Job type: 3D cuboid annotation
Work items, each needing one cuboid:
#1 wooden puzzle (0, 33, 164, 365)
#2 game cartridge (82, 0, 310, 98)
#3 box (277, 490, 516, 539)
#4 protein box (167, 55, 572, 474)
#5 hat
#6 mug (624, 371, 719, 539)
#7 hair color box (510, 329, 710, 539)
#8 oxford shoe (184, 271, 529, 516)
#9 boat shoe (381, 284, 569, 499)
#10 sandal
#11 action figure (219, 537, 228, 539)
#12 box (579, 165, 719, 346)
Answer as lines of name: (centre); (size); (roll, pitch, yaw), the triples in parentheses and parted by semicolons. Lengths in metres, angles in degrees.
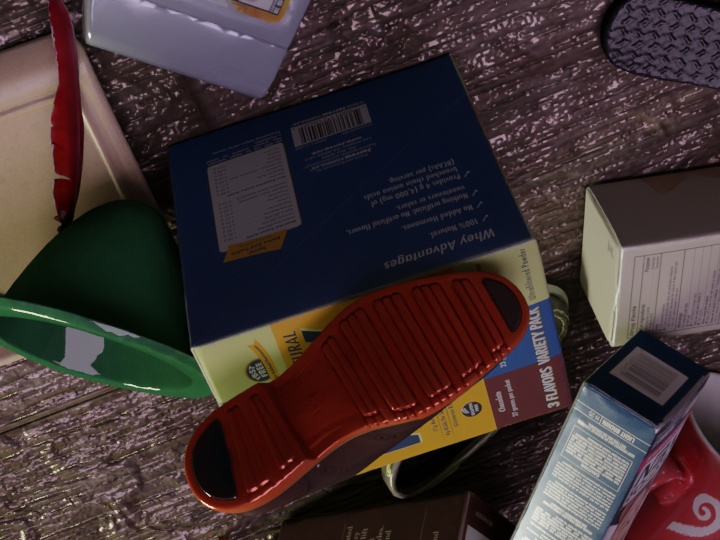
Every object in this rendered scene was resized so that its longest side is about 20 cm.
wooden puzzle: (-0.226, -0.038, 0.859); (0.184, 0.037, 0.201); (-19, 124, 2)
game cartridge: (-0.078, -0.201, 0.754); (0.132, 0.042, 0.201); (12, 121, -28)
box: (0.042, 0.289, 1.045); (0.199, 0.167, 0.164); (-16, 137, 39)
protein box: (0.000, 0.000, 0.830); (0.197, 0.201, 0.135); (-18, 130, 1)
hat: (-0.143, -0.031, 0.840); (0.164, 0.177, 0.200); (17, 163, -7)
mug: (0.239, 0.190, 1.090); (0.177, 0.134, 0.200); (22, 125, -19)
hair color box: (0.164, 0.151, 0.939); (0.100, 0.060, 0.201); (-30, 146, -51)
oxford shoe: (0.002, 0.066, 0.723); (0.199, 0.072, 0.073); (-29, 156, 6)
boat shoe: (0.086, 0.093, 1.013); (0.072, 0.060, 0.202); (31, 115, -31)
sandal: (0.253, -0.145, 0.884); (0.198, 0.045, 0.076); (15, 119, -6)
action figure: (-0.144, 0.325, 1.122); (0.065, 0.099, 0.200); (23, 122, -26)
box: (0.262, -0.018, 0.956); (0.198, 0.078, 0.095); (-8, 130, -7)
